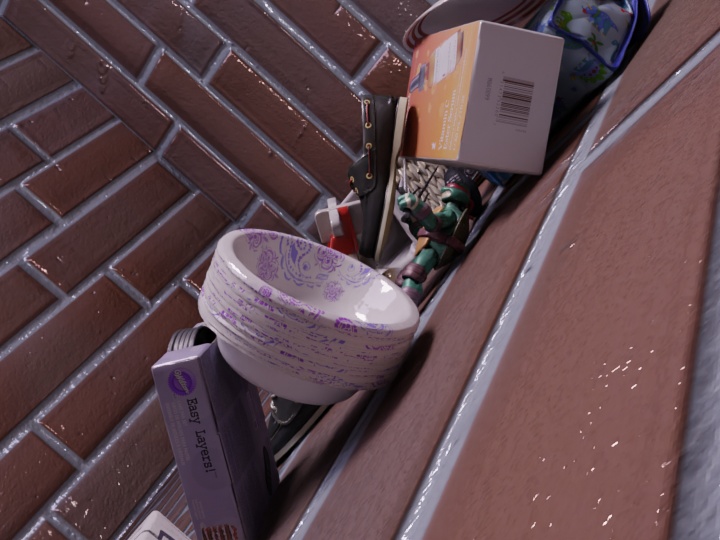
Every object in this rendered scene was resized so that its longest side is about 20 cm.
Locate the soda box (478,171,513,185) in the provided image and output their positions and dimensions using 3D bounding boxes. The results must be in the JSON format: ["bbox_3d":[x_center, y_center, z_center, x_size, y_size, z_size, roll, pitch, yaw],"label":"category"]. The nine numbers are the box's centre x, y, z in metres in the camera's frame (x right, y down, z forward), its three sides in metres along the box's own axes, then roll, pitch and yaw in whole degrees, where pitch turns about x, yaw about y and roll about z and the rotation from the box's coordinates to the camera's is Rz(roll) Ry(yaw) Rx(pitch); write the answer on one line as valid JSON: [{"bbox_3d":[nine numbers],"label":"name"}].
[{"bbox_3d":[0.188,-0.166,1.302,0.068,0.064,0.200,-48,4,7],"label":"soda box"}]

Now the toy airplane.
[{"bbox_3d":[0.000,0.000,1.236,0.199,0.140,0.201,109,166,-65],"label":"toy airplane"}]

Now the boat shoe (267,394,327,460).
[{"bbox_3d":[-0.076,0.155,1.115,0.200,0.068,0.072,-50,5,10],"label":"boat shoe"}]

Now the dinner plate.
[{"bbox_3d":[0.144,-0.324,1.163,0.199,0.024,0.200,-19,-5,-2],"label":"dinner plate"}]

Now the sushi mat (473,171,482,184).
[{"bbox_3d":[0.234,-0.204,1.580,0.096,0.012,0.200,-48,4,36],"label":"sushi mat"}]

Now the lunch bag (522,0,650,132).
[{"bbox_3d":[0.269,-0.296,1.188,0.170,0.127,0.201,-45,15,56],"label":"lunch bag"}]

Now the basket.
[{"bbox_3d":[0.057,-0.077,1.360,0.123,0.136,0.200,-37,-3,-27],"label":"basket"}]

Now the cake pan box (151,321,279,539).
[{"bbox_3d":[-0.134,0.151,0.903,0.052,0.201,0.184,-13,9,3],"label":"cake pan box"}]

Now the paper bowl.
[{"bbox_3d":[-0.053,0.049,0.870,0.201,0.200,0.105,-61,-6,-75],"label":"paper bowl"}]

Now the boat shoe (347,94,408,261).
[{"bbox_3d":[0.016,-0.112,1.124,0.074,0.063,0.203,67,-151,-85],"label":"boat shoe"}]

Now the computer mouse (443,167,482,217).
[{"bbox_3d":[0.139,-0.135,1.285,0.034,0.059,0.201,-40,29,23],"label":"computer mouse"}]

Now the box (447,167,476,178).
[{"bbox_3d":[0.114,-0.151,1.575,0.200,0.114,0.132,-55,1,27],"label":"box"}]

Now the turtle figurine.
[{"bbox_3d":[0.075,-0.043,1.084,0.150,0.100,0.201,68,-135,-73],"label":"turtle figurine"}]

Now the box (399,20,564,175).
[{"bbox_3d":[0.133,-0.196,1.092,0.200,0.106,0.153,-157,75,-71],"label":"box"}]

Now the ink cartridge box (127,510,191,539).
[{"bbox_3d":[-0.230,0.334,0.924,0.145,0.084,0.200,-49,2,-8],"label":"ink cartridge box"}]
